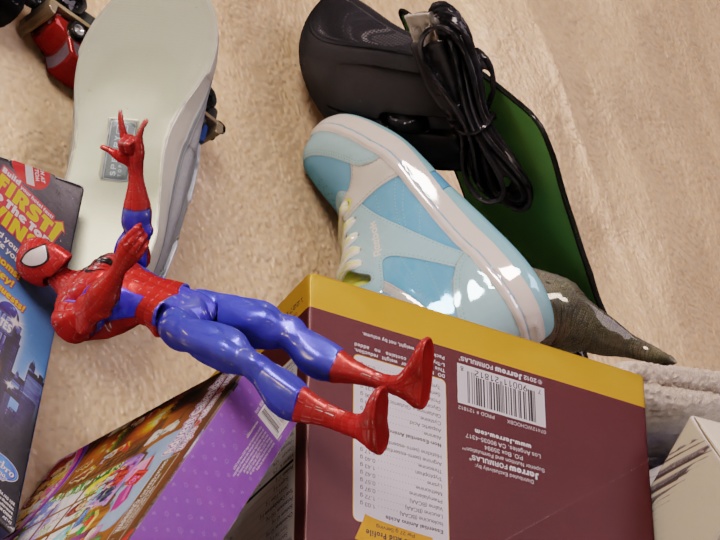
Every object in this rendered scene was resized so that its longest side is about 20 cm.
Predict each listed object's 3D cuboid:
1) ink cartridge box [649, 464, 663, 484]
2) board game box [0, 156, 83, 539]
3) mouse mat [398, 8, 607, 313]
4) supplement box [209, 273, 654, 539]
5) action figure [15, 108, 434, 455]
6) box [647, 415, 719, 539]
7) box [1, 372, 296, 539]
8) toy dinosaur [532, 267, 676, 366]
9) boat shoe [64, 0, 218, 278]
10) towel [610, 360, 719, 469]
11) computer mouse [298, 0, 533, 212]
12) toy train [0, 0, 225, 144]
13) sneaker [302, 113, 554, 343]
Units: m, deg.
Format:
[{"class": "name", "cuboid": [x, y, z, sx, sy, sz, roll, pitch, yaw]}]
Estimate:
[{"class": "ink cartridge box", "cuboid": [0.223, 0.123, 1.308, 0.200, 0.198, 0.044, 0, 67, -60]}, {"class": "board game box", "cuboid": [-0.209, -0.002, 1.017, 0.200, 0.062, 0.200, 46, 35, -19]}, {"class": "mouse mat", "cuboid": [0.087, -0.052, 1.340, 0.161, 0.008, 0.200, 45, -17, 46]}, {"class": "supplement box", "cuboid": [0.029, 0.141, 1.101, 0.197, 0.133, 0.201, 17, 52, -23]}, {"class": "action figure", "cuboid": [-0.067, 0.001, 0.977, 0.065, 0.199, 0.099, -42, 140, -49]}, {"class": "box", "cuboid": [0.162, 0.177, 1.133, 0.082, 0.200, 0.068, 17, 23, -27]}, {"class": "box", "cuboid": [-0.117, 0.126, 0.970, 0.039, 0.137, 0.200, 52, 34, -13]}, {"class": "toy dinosaur", "cuboid": [0.092, 0.036, 1.319, 0.077, 0.200, 0.103, -25, 110, -30]}, {"class": "boat shoe", "cuboid": [-0.118, -0.060, 1.168, 0.070, 0.072, 0.201, 9, 58, 1]}, {"class": "towel", "cuboid": [0.150, 0.092, 1.294, 0.200, 0.132, 0.035, 12, 54, -54]}, {"class": "computer mouse", "cuboid": [0.014, -0.105, 1.318, 0.053, 0.200, 0.139, -35, 122, -16]}, {"class": "toy train", "cuboid": [-0.148, -0.120, 1.209, 0.200, 0.034, 0.046, 35, 44, -31]}, {"class": "sneaker", "cuboid": [0.000, 0.000, 1.276, 0.200, 0.130, 0.080, 43, -19, 35]}]
